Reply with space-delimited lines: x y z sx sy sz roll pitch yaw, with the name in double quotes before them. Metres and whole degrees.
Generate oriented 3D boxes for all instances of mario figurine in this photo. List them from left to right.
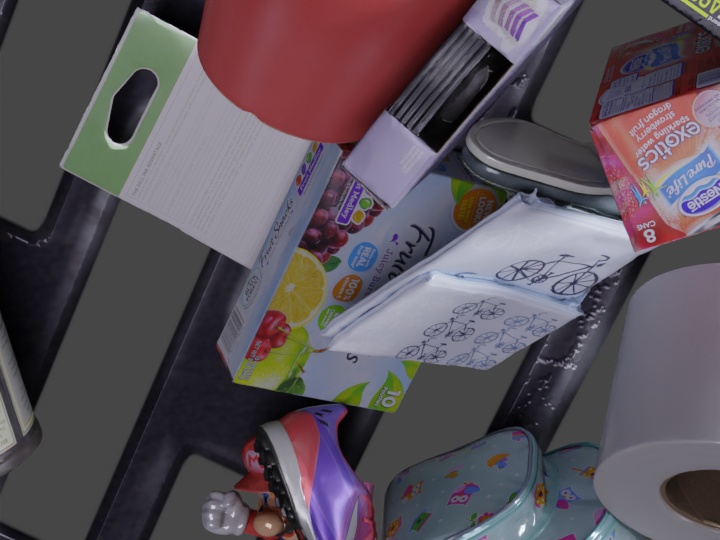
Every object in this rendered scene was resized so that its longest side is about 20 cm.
"mario figurine" -0.050 0.216 1.749 0.123 0.106 0.201 -19 113 0

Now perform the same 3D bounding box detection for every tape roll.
"tape roll" 0.271 0.103 1.581 0.202 0.140 0.203 11 153 6

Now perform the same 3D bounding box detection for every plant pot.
"plant pot" -0.015 -0.197 1.540 0.200 0.201 0.178 27 123 -2

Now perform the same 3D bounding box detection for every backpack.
"backpack" 0.114 0.207 1.682 0.199 0.176 0.154 -18 112 12

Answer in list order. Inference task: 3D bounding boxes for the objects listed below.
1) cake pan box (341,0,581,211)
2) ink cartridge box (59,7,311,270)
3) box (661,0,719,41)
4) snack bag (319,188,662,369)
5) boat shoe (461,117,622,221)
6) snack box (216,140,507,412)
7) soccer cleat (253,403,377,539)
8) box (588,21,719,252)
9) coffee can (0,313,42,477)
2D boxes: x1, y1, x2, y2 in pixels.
"cake pan box" 0.081 -0.140 1.531 0.052 0.200 0.184 40 114 2
"ink cartridge box" -0.099 -0.092 1.665 0.200 0.048 0.146 29 114 -2
"box" 0.218 -0.210 1.501 0.200 0.160 0.044 34 112 -5
"snack bag" 0.100 0.013 1.603 0.200 0.188 0.021 -35 61 31
"boat shoe" 0.134 -0.056 1.574 0.062 0.200 0.073 -55 54 24
"snack box" 0.000 0.000 1.652 0.142 0.053 0.200 11 118 -29
"soccer cleat" -0.012 0.196 1.675 0.073 0.068 0.201 -22 92 -15
"box" 0.220 -0.098 1.524 0.099 0.200 0.096 -17 106 16
"coffee can" -0.337 0.055 1.714 0.146 0.146 0.201 -10 109 14
